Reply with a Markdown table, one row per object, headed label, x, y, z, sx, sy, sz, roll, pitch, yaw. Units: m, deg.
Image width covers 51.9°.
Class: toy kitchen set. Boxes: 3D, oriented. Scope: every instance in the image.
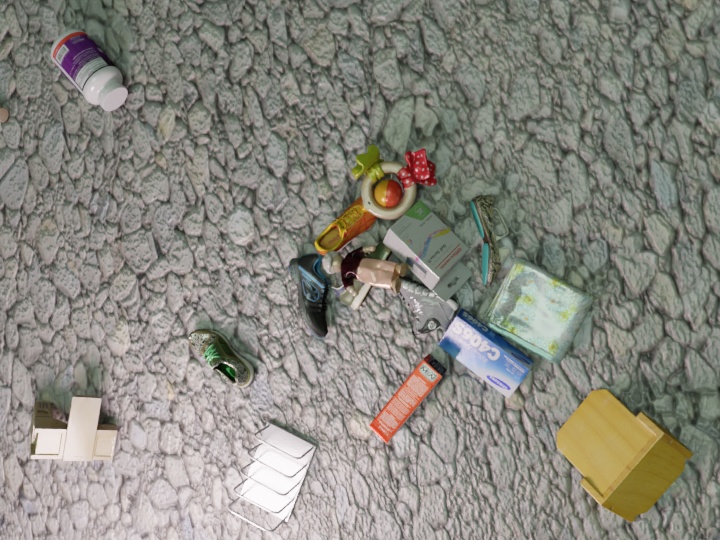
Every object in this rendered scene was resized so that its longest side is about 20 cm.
| label | x | y | z | sx | sy | sz | roll | pitch | yaw |
| --- | --- | --- | --- | --- | --- | --- | --- | --- | --- |
| toy kitchen set | -0.738 | 0.376 | 1.914 | 0.196 | 0.180 | 0.167 | 9 | 98 | -27 |

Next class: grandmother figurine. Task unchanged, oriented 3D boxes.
| label | x | y | z | sx | sy | sz | roll | pitch | yaw |
| --- | --- | --- | --- | --- | --- | --- | --- | --- | --- |
| grandmother figurine | 0.000 | 0.000 | 1.665 | 0.196 | 0.061 | 0.123 | 15 | 65 | 23 |

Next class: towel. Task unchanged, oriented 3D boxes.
| label | x | y | z | sx | sy | sz | roll | pitch | yaw |
| --- | --- | --- | --- | --- | --- | --- | --- | --- | --- |
| towel | 0.391 | 0.088 | 1.637 | 0.197 | 0.048 | 0.174 | 29 | 99 | 11 |

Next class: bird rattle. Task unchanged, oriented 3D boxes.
| label | x | y | z | sx | sy | sz | roll | pitch | yaw |
| --- | --- | --- | --- | --- | --- | --- | --- | --- | --- |
| bird rattle | 0.074 | -0.199 | 1.686 | 0.195 | 0.113 | 0.167 | 9 | 92 | -3 |

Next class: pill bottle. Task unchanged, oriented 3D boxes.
| label | x | y | z | sx | sy | sz | roll | pitch | yaw |
| --- | --- | --- | --- | --- | --- | --- | --- | --- | --- |
| pill bottle | -0.677 | -0.499 | 1.857 | 0.112 | 0.112 | 0.200 | -45 | 82 | 11 |

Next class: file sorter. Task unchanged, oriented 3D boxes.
| label | x | y | z | sx | sy | sz | roll | pitch | yaw |
| --- | --- | --- | --- | --- | --- | --- | --- | --- | --- |
| file sorter | -0.215 | 0.493 | 1.759 | 0.136 | 0.124 | 0.204 | 23 | 97 | 13 |

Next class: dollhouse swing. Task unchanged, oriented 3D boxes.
| label | x | y | z | sx | sy | sz | roll | pitch | yaw |
| --- | --- | --- | --- | --- | --- | --- | --- | --- | --- |
| dollhouse swing | 0.562 | 0.392 | 1.609 | 0.180 | 0.176 | 0.201 | 32 | 101 | -31 |

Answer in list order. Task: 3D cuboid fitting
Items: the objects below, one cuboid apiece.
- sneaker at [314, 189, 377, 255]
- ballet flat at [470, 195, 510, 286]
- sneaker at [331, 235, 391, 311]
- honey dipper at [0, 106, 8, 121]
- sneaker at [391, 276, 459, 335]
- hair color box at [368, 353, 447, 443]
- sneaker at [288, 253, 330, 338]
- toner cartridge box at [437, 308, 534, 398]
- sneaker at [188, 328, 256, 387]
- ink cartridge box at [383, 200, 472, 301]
| label | x | y | z | sx | sy | sz | roll | pitch | yaw |
| --- | --- | --- | --- | --- | --- | --- | --- | --- | --- |
| sneaker | -0.023 | -0.108 | 1.718 | 0.073 | 0.077 | 0.200 | 44 | 91 | 10 |
| ballet flat | 0.297 | -0.070 | 1.653 | 0.073 | 0.068 | 0.205 | -9 | 87 | -2 |
| sneaker | 0.004 | -0.012 | 1.720 | 0.089 | 0.067 | 0.203 | 32 | 101 | 6 |
| honey dipper | -1.037 | -0.436 | 1.987 | 0.195 | 0.038 | 0.039 | 14 | 95 | 15 |
| sneaker | 0.119 | 0.086 | 1.693 | 0.196 | 0.075 | 0.118 | 21 | 99 | 12 |
| hair color box | 0.110 | 0.290 | 1.685 | 0.061 | 0.101 | 0.201 | 40 | 99 | 9 |
| sneaker | -0.107 | 0.059 | 1.747 | 0.080 | 0.073 | 0.205 | -18 | 87 | 13 |
| toner cartridge box | 0.279 | 0.185 | 1.653 | 0.198 | 0.043 | 0.096 | 36 | 124 | 11 |
| sneaker | -0.347 | 0.213 | 1.802 | 0.198 | 0.088 | 0.078 | 35 | 99 | 11 |
| ink cartridge box | 0.161 | -0.043 | 1.655 | 0.200 | 0.068 | 0.117 | 44 | 63 | 8 |
